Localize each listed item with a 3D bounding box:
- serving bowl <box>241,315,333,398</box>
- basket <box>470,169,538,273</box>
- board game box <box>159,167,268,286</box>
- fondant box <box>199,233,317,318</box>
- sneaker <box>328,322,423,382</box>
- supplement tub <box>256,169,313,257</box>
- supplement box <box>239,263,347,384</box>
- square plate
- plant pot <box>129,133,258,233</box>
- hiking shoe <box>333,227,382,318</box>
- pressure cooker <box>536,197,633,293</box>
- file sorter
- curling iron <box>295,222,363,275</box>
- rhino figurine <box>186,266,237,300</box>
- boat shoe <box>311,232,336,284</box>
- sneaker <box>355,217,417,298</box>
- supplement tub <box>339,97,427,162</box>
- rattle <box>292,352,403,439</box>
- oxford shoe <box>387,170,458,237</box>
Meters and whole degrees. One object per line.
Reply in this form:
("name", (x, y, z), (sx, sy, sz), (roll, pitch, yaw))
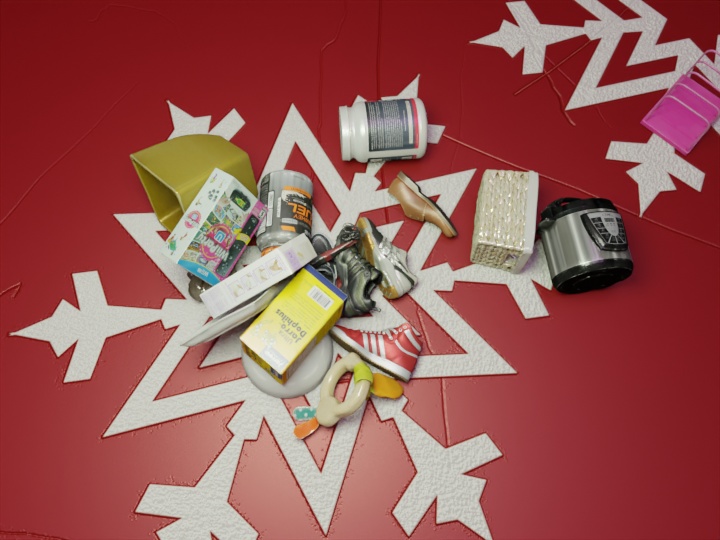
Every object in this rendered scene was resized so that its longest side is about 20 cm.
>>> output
("serving bowl", (-0.156, 0.164, 1.222), (0.197, 0.066, 0.203), (1, 70, -2))
("basket", (0.321, -0.113, 1.303), (0.122, 0.136, 0.202), (9, 70, 6))
("board game box", (-0.292, -0.082, 1.180), (0.064, 0.148, 0.201), (27, 81, 30))
("fondant box", (-0.199, 0.009, 1.145), (0.199, 0.144, 0.059), (-30, 95, 21))
("sneaker", (0.037, 0.141, 1.232), (0.199, 0.071, 0.113), (30, 75, 1))
("supplement tub", (-0.168, -0.110, 1.293), (0.121, 0.123, 0.203), (0, 70, -1))
("supplement box", (-0.130, 0.107, 1.149), (0.109, 0.109, 0.200), (38, 69, 9))
("square plate", (-0.235, 0.080, 1.156), (0.199, 0.198, 0.029), (-28, 96, 23))
("plant pot", (-0.339, -0.183, 1.266), (0.199, 0.197, 0.194), (-37, 54, -26))
("hiking shoe", (0.000, 0.000, 1.273), (0.099, 0.076, 0.203), (-8, 79, 14))
("pressure cooker", (0.483, -0.067, 1.267), (0.177, 0.176, 0.202), (-15, 67, 22))
("file sorter", (0.830, -0.420, 1.432), (0.139, 0.126, 0.200), (42, 74, 13))
("curling iron", (-0.082, -0.037, 1.242), (0.199, 0.026, 0.050), (-34, 115, 4))
("rhino figurine", (-0.285, 0.023, 1.274), (0.197, 0.060, 0.089), (-2, 73, -4))
("boat shoe", (-0.086, 0.002, 1.282), (0.071, 0.068, 0.203), (-3, 70, -2))
("sneaker", (0.058, -0.034, 1.307), (0.087, 0.076, 0.202), (-19, 74, -24))
("supplement tub", (0.052, -0.330, 1.371), (0.197, 0.141, 0.142), (-4, 70, -4))
("rattle", (-0.030, 0.280, 1.203), (0.130, 0.143, 0.201), (37, 93, 37))
("oxford shoe", (0.145, -0.140, 1.353), (0.200, 0.071, 0.071), (45, 102, 14))
